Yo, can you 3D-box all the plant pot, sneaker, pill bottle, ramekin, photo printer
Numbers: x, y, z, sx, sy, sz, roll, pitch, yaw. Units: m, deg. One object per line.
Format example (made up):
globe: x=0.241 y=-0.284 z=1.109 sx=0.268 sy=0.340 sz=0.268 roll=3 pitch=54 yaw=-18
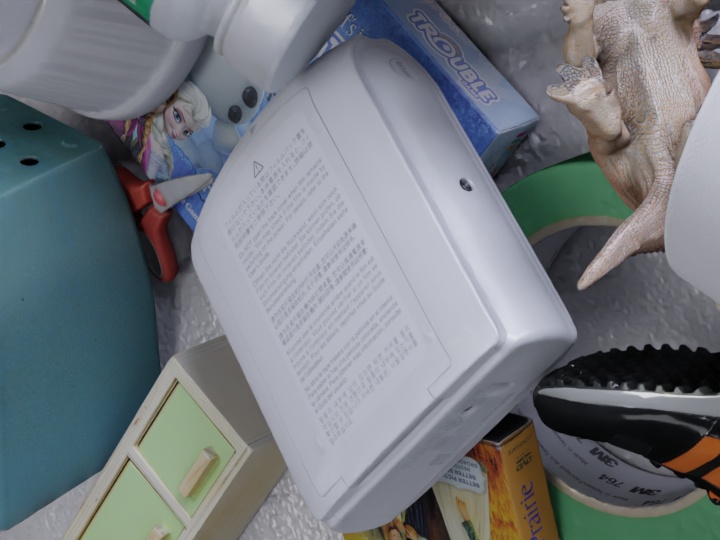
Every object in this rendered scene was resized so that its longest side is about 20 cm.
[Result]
plant pot: x=-0.208 y=0.013 z=1.125 sx=0.141 sy=0.141 sz=0.201 roll=27 pitch=129 yaw=30
sneaker: x=0.169 y=0.086 z=0.840 sx=0.198 sy=0.070 sz=0.091 roll=3 pitch=103 yaw=25
pill bottle: x=-0.092 y=-0.181 z=0.904 sx=0.199 sy=0.113 sz=0.113 roll=37 pitch=126 yaw=5
ramekin: x=-0.165 y=-0.184 z=1.049 sx=0.202 sy=0.094 sz=0.204 roll=4 pitch=96 yaw=50
photo printer: x=0.000 y=0.000 z=0.937 sx=0.167 sy=0.069 sz=0.201 roll=-48 pitch=57 yaw=34

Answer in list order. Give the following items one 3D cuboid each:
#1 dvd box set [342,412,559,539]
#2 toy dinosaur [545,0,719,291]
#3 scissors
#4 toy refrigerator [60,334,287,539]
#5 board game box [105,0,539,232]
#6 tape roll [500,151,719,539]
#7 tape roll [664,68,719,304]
dvd box set: x=0.048 y=0.156 z=1.014 sx=0.146 sy=0.029 sz=0.201 roll=13 pitch=125 yaw=46
toy dinosaur: x=0.128 y=-0.068 z=0.833 sx=0.085 sy=0.136 sz=0.202 roll=-1 pitch=63 yaw=10
scissors: x=-0.117 y=-0.045 z=1.077 sx=0.073 sy=0.014 sz=0.200 roll=56 pitch=161 yaw=7
toy refrigerator: x=-0.111 y=0.134 z=1.152 sx=0.076 sy=0.070 sz=0.200 roll=48 pitch=128 yaw=18
board game box: x=-0.029 y=-0.080 z=1.034 sx=0.200 sy=0.043 sz=0.199 roll=49 pitch=128 yaw=17
tape roll: x=0.133 y=0.041 z=0.936 sx=0.199 sy=0.048 sz=0.202 roll=14 pitch=112 yaw=37
tape roll: x=0.228 y=-0.044 z=0.729 sx=0.139 sy=0.202 sz=0.204 roll=36 pitch=124 yaw=25
